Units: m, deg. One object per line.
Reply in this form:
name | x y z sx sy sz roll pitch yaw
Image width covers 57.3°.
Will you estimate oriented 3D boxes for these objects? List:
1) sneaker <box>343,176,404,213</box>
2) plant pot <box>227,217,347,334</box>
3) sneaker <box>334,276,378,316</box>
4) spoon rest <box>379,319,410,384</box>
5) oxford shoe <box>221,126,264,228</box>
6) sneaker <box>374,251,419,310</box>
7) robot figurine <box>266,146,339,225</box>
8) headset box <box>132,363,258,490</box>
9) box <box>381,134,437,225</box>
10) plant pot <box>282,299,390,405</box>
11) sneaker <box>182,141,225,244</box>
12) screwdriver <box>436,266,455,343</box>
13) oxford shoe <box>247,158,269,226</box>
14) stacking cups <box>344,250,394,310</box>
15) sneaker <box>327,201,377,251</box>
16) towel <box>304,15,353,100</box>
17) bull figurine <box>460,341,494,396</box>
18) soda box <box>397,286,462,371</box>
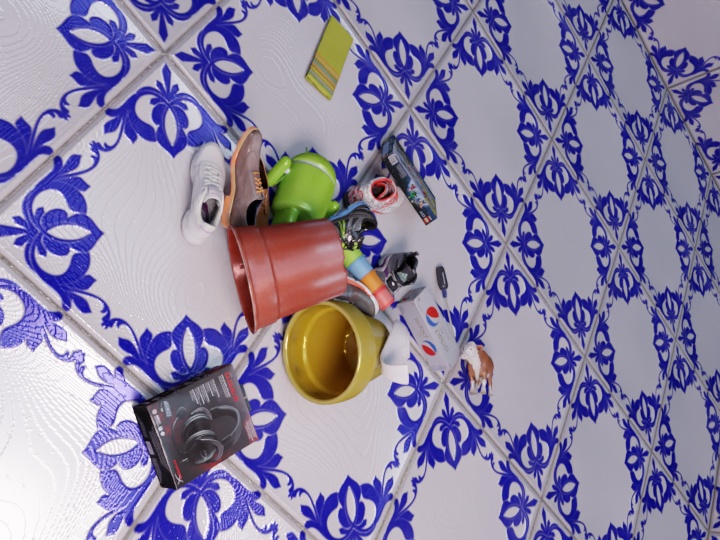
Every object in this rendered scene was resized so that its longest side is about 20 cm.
sneaker | 0.062 -0.179 1.564 0.198 0.106 0.070 -9 86 -42
plant pot | -0.135 -0.004 1.245 0.189 0.200 0.208 -13 89 -18
sneaker | -0.052 0.052 1.423 0.197 0.077 0.083 35 58 -7
spoon rest | 0.071 0.169 1.340 0.200 0.058 0.103 -74 162 -74
oxford shoe | -0.210 -0.172 1.273 0.071 0.071 0.206 -19 126 -62
sneaker | 0.073 0.025 1.506 0.078 0.138 0.203 45 54 -24
robot figurine | -0.118 -0.161 1.393 0.174 0.114 0.205 37 58 -31
headset box | -0.283 0.270 1.177 0.197 0.076 0.153 -23 95 -41
box | 0.122 -0.225 1.631 0.202 0.037 0.138 53 19 -20
plant pot | -0.030 0.163 1.361 0.187 0.196 0.208 3 77 -56
sneaker | -0.283 -0.154 1.256 0.073 0.098 0.207 16 69 -35
screwdriver | 0.218 0.085 1.674 0.029 0.028 0.206 18 56 -41
oxford shoe | -0.213 -0.131 1.334 0.070 0.070 0.207 -7 87 -43
stacking cups | 0.000 0.000 1.461 0.060 0.060 0.202 -31 83 -40
sneaker | -0.037 -0.073 1.397 0.083 0.071 0.198 44 58 13
towel | -0.073 -0.511 1.581 0.086 0.018 0.205 38 57 -36
bull figurine | 0.302 0.252 1.677 0.199 0.063 0.126 28 63 -63
soda box | 0.171 0.145 1.620 0.068 0.063 0.204 -40 108 -40
